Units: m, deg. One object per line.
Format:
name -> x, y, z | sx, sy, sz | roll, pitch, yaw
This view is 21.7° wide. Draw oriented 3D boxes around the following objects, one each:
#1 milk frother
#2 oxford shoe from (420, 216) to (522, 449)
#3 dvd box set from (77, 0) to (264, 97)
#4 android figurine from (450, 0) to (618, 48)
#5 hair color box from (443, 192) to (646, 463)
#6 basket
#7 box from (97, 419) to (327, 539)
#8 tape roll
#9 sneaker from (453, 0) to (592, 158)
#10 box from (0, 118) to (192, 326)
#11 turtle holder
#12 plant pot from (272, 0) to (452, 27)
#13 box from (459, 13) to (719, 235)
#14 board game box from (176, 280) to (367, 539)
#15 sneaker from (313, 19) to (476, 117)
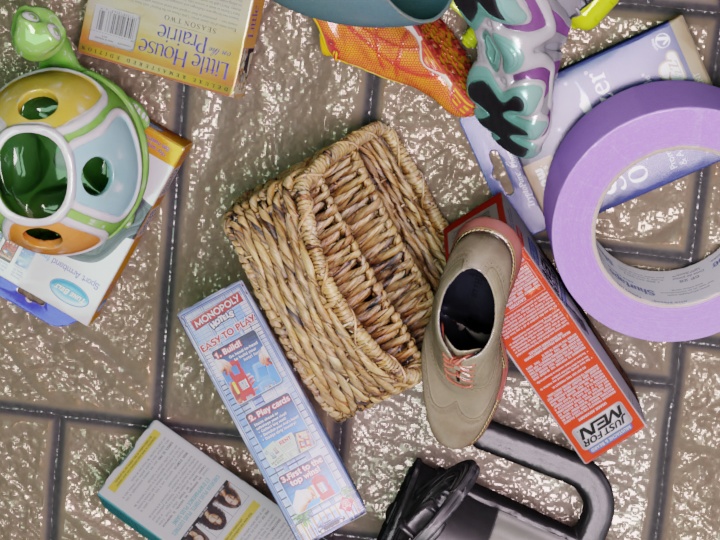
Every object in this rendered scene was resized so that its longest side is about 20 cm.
milk frother -> 0.111, 0.234, 1.506 | 0.188, 0.200, 0.181 | 24, 112, 1
oxford shoe -> 0.074, 0.060, 1.423 | 0.070, 0.075, 0.200 | 12, 121, 13
dvd box set -> -0.141, -0.254, 1.511 | 0.146, 0.029, 0.200 | 17, 103, 17
android figurine -> 0.133, -0.268, 1.490 | 0.182, 0.041, 0.200 | 43, 100, -5
hair color box -> 0.147, 0.044, 1.506 | 0.064, 0.111, 0.200 | -32, 103, 10
basket -> 0.000, 0.000, 1.504 | 0.149, 0.143, 0.200 | -26, 98, 11
box -> -0.116, 0.217, 1.569 | 0.200, 0.049, 0.082 | 34, 72, 12
tape roll -> 0.247, -0.046, 1.485 | 0.200, 0.066, 0.200 | -1, 115, -2
sneaker -> 0.147, -0.191, 1.448 | 0.140, 0.078, 0.200 | -38, 139, -24
box -> -0.241, -0.049, 1.572 | 0.119, 0.041, 0.200 | 30, 100, -1
turtle holder -> -0.234, -0.101, 1.475 | 0.141, 0.132, 0.186 | 26, 102, 2
plant pot -> -0.029, -0.269, 1.395 | 0.135, 0.200, 0.200 | -9, 101, 28
box -> 0.192, -0.111, 1.521 | 0.200, 0.032, 0.121 | -24, 98, 11
board game box -> -0.076, 0.103, 1.509 | 0.062, 0.200, 0.200 | -28, 98, -3
sneaker -> 0.015, -0.188, 1.513 | 0.200, 0.073, 0.077 | 41, 117, 4
